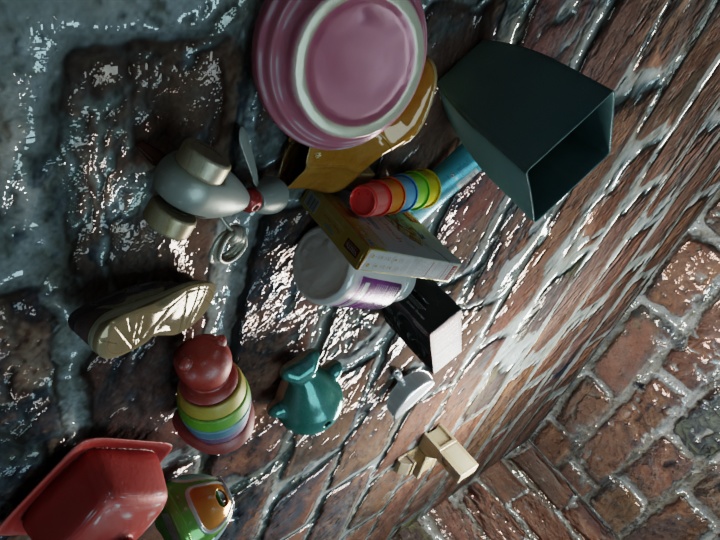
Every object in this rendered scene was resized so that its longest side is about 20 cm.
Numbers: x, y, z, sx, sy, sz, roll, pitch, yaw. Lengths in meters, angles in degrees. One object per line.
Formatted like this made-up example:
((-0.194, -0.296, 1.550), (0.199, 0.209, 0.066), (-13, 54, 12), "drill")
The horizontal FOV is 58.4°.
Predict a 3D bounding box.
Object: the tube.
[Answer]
((0.103, -0.113, 1.001), (0.200, 0.050, 0.077), (-42, 137, 8), "tube")

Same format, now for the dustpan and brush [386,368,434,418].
((0.107, 0.276, 1.538), (0.139, 0.057, 0.200), (-41, 159, -7), "dustpan and brush")

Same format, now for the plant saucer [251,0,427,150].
((-0.010, -0.214, 0.651), (0.199, 0.051, 0.202), (-17, 127, -24), "plant saucer")

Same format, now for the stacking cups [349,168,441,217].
((0.048, -0.099, 0.875), (0.061, 0.060, 0.200), (-59, 164, 27), "stacking cups")

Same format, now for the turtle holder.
((-0.297, 0.432, 1.127), (0.131, 0.141, 0.186), (-23, 145, -34), "turtle holder")

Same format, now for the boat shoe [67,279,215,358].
((-0.245, 0.041, 0.743), (0.200, 0.065, 0.072), (-30, 146, -62), "boat shoe")

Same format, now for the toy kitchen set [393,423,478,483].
((0.226, 0.633, 2.025), (0.162, 0.180, 0.201), (-20, 140, -34), "toy kitchen set")

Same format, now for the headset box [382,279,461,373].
((0.106, 0.075, 1.149), (0.077, 0.149, 0.200), (-37, 152, -12), "headset box")

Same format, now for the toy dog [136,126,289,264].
((-0.159, -0.093, 0.671), (0.132, 0.096, 0.200), (-45, 167, -2), "toy dog")

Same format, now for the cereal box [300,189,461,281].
((0.031, -0.049, 0.868), (0.199, 0.144, 0.040), (6, 124, -48), "cereal box")

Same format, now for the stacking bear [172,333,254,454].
((-0.213, 0.166, 0.914), (0.121, 0.114, 0.201), (-29, 144, -25), "stacking bear")

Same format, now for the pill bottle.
((0.000, 0.000, 0.949), (0.112, 0.112, 0.200), (-52, 150, 17), "pill bottle")

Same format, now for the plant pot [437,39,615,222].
((0.204, -0.200, 0.845), (0.141, 0.200, 0.141), (-42, 152, -1), "plant pot")

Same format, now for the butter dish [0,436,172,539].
((-0.364, 0.351, 0.922), (0.200, 0.148, 0.199), (-46, 152, 4), "butter dish")

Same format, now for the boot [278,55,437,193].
((-0.005, -0.169, 0.753), (0.144, 0.071, 0.202), (-8, 141, -51), "boot")

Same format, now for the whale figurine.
((-0.089, 0.220, 1.141), (0.159, 0.104, 0.201), (-31, 149, -21), "whale figurine")
